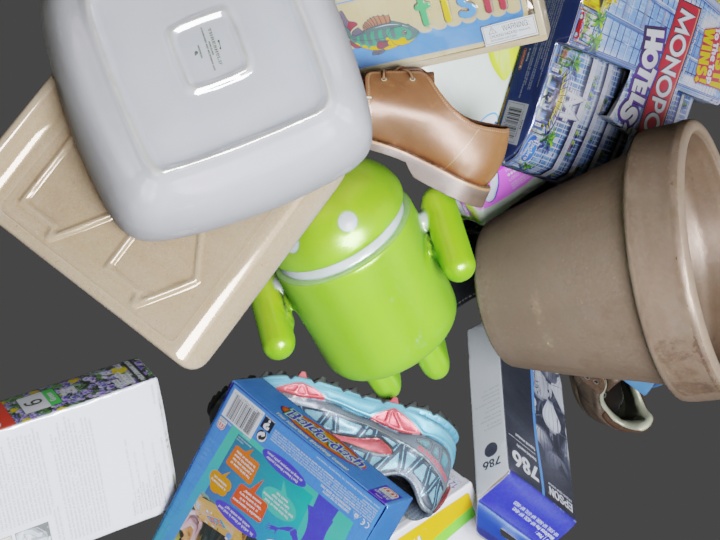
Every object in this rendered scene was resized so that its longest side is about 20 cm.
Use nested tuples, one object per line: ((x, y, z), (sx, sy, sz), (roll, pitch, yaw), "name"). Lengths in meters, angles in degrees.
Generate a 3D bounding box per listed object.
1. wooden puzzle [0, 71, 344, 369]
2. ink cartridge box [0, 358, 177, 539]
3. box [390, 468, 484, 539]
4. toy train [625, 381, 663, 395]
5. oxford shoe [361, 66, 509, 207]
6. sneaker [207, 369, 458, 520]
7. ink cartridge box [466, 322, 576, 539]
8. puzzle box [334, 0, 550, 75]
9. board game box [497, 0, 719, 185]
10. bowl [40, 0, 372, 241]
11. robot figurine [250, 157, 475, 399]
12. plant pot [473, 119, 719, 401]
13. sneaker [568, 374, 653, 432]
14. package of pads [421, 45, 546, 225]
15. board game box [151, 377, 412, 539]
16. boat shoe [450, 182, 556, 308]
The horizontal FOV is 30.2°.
((-0.136, -0.062, 0.918), (0.199, 0.046, 0.186), (38, 79, -5), "wooden puzzle")
((-0.234, 0.146, 0.952), (0.198, 0.050, 0.111), (-17, 114, -25), "ink cartridge box")
((-0.004, 0.239, 1.083), (0.198, 0.112, 0.103), (-29, 120, -19), "box")
((0.254, 0.001, 1.117), (0.200, 0.114, 0.087), (-49, 168, -20), "toy train")
((0.015, -0.120, 0.950), (0.198, 0.071, 0.072), (24, 105, -13), "oxford shoe")
((-0.022, 0.139, 1.014), (0.197, 0.080, 0.097), (12, 61, -5), "sneaker")
((0.133, 0.143, 1.103), (0.039, 0.202, 0.099), (-28, 132, 30), "ink cartridge box")
((0.024, -0.207, 0.935), (0.197, 0.026, 0.135), (-10, 116, 18), "puzzle box")
((0.218, -0.153, 1.041), (0.198, 0.061, 0.203), (14, 96, -31), "board game box")
((-0.099, -0.134, 0.868), (0.197, 0.075, 0.203), (-21, 90, -8), "bowl")
((0.000, 0.000, 1.007), (0.173, 0.116, 0.201), (-22, 121, 11), "robot figurine")
((0.182, 0.006, 0.986), (0.200, 0.172, 0.203), (35, 49, -54), "plant pot")
((0.207, 0.062, 1.178), (0.070, 0.075, 0.201), (-42, 122, -13), "sneaker")
((0.099, -0.154, 1.048), (0.154, 0.068, 0.202), (-34, 117, -18), "package of pads")
((-0.073, 0.204, 0.962), (0.202, 0.151, 0.045), (-61, 155, 14), "board game box")
((0.122, -0.030, 1.106), (0.199, 0.062, 0.075), (-38, 123, -15), "boat shoe")
